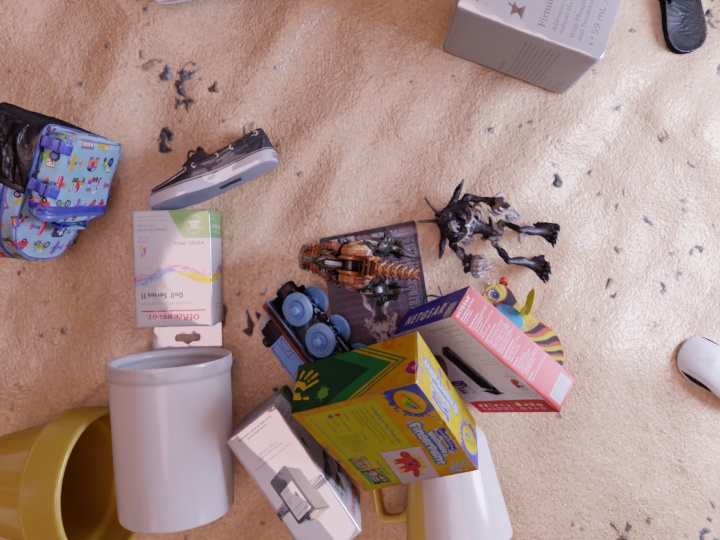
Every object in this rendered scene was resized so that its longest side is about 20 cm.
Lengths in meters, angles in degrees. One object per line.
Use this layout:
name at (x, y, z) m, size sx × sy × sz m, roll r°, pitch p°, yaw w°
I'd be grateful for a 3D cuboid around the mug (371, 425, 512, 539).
mug at (0.109, 0.295, 0.887) m, size 0.180 × 0.149 × 0.159 m, roll -7°, pitch 83°, yaw -6°

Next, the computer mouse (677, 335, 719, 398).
computer mouse at (0.551, 0.168, 0.923) m, size 0.196 × 0.044 × 0.112 m, roll 30°, pitch 92°, yaw 0°

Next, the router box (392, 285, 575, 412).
router box at (0.152, 0.112, 0.841) m, size 0.178 × 0.200 × 0.049 m, roll 40°, pitch 70°, yaw -6°

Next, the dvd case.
dvd case at (0.027, 0.042, 0.943) m, size 0.144 × 0.016 × 0.207 m, roll -10°, pitch 90°, yaw 0°

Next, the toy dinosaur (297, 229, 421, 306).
toy dinosaur at (0.000, 0.000, 0.863) m, size 0.199 × 0.133 × 0.105 m, roll 38°, pitch 111°, yaw 41°

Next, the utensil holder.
utensil holder at (-0.252, 0.219, 0.859) m, size 0.164 × 0.170 × 0.208 m, roll -1°, pitch 92°, yaw 1°

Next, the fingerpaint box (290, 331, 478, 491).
fingerpaint box at (0.036, 0.179, 0.782) m, size 0.163 × 0.075 × 0.201 m, roll -18°, pitch 131°, yaw 22°

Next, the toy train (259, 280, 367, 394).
toy train at (-0.066, 0.114, 0.905) m, size 0.114 × 0.086 × 0.201 m, roll -43°, pitch 82°, yaw 20°

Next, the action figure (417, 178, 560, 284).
action figure at (0.180, -0.054, 0.897) m, size 0.194 × 0.102 × 0.123 m, roll 15°, pitch 102°, yaw -1°

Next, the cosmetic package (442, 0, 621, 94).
cosmetic package at (0.232, -0.367, 0.857) m, size 0.194 × 0.166 × 0.172 m, roll 19°, pitch 92°, yaw 2°

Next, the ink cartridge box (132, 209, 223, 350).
ink cartridge box at (-0.260, 0.018, 0.921) m, size 0.113 × 0.067 × 0.207 m, roll -2°, pitch 91°, yaw 1°

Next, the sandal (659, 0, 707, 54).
sandal at (0.456, -0.416, 0.911) m, size 0.073 × 0.048 × 0.207 m, roll -16°, pitch 91°, yaw 1°

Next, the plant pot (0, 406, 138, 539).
plant pot at (-0.417, 0.291, 0.877) m, size 0.183 × 0.200 × 0.208 m, roll -3°, pitch 91°, yaw 17°

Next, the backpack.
backpack at (-0.431, -0.102, 0.866) m, size 0.131 × 0.182 × 0.206 m, roll 21°, pitch 94°, yaw 7°

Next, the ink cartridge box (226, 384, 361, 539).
ink cartridge box at (-0.085, 0.276, 0.884) m, size 0.083 × 0.146 × 0.202 m, roll -35°, pitch 91°, yaw 0°

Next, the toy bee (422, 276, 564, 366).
toy bee at (0.204, 0.059, 0.893) m, size 0.200 × 0.131 × 0.109 m, roll 45°, pitch 52°, yaw -3°

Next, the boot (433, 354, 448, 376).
boot at (0.036, 0.181, 0.878) m, size 0.074 × 0.075 × 0.202 m, roll 8°, pitch 133°, yaw -30°

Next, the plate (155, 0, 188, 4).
plate at (-0.212, -0.495, 0.928) m, size 0.193 × 0.032 × 0.207 m, roll -7°, pitch 91°, yaw 0°

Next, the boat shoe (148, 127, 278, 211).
boat shoe at (-0.217, -0.149, 0.919) m, size 0.195 × 0.070 × 0.068 m, roll -23°, pitch 83°, yaw 1°
